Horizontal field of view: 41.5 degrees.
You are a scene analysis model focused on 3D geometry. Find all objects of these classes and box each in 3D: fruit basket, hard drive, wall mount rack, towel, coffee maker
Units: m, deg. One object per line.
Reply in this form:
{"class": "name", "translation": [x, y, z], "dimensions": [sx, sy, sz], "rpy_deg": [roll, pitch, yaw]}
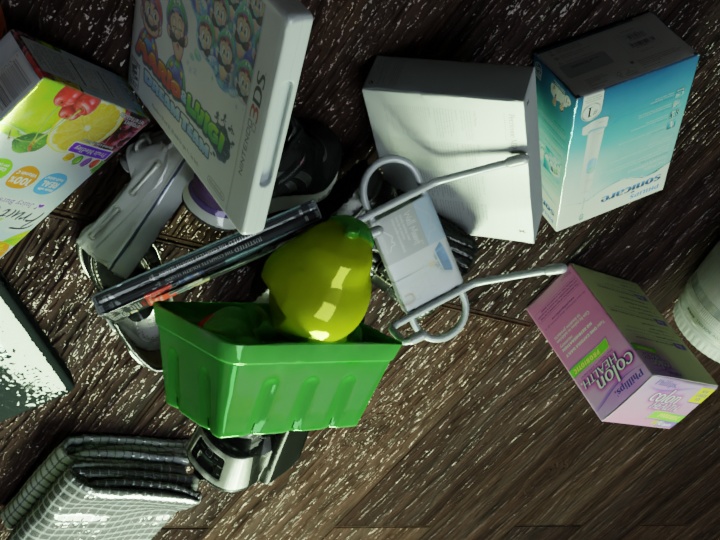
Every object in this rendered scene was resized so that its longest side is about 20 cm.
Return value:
{"class": "fruit basket", "translation": [-0.062, 0.038, 0.843], "dimensions": [0.215, 0.155, 0.216], "rpy_deg": [-15, 114, -38]}
{"class": "hard drive", "translation": [-0.381, 0.085, 0.926], "dimensions": [0.139, 0.033, 0.200], "rpy_deg": [-23, 143, -9]}
{"class": "wall mount rack", "translation": [0.087, -0.023, 0.894], "dimensions": [0.174, 0.075, 0.200], "rpy_deg": [-27, 112, -9]}
{"class": "towel", "translation": [-0.311, 0.285, 1.164], "dimensions": [0.200, 0.086, 0.166], "rpy_deg": [15, 126, -43]}
{"class": "coffee maker", "translation": [-0.096, 0.144, 1.100], "dimensions": [0.192, 0.135, 0.200], "rpy_deg": [-6, 138, -29]}

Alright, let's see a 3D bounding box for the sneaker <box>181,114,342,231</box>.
{"class": "sneaker", "translation": [-0.063, -0.102, 0.824], "dimensions": [0.200, 0.076, 0.088], "rpy_deg": [-37, 164, -53]}

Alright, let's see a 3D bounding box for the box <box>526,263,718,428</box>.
{"class": "box", "translation": [0.355, 0.105, 1.300], "dimensions": [0.176, 0.200, 0.097], "rpy_deg": [13, 126, -43]}

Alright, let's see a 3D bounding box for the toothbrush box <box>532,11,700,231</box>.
{"class": "toothbrush box", "translation": [0.262, -0.156, 1.026], "dimensions": [0.146, 0.085, 0.200], "rpy_deg": [-22, 142, -12]}

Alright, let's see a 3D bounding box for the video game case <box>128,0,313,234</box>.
{"class": "video game case", "translation": [-0.111, -0.156, 0.684], "dimensions": [0.024, 0.200, 0.182], "rpy_deg": [-17, 143, -33]}

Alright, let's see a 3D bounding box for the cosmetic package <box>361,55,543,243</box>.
{"class": "cosmetic package", "translation": [0.096, -0.113, 0.923], "dimensions": [0.151, 0.052, 0.200], "rpy_deg": [11, 147, 20]}

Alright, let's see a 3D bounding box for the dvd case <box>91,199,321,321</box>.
{"class": "dvd case", "translation": [-0.136, -0.006, 0.847], "dimensions": [0.200, 0.022, 0.146], "rpy_deg": [-24, 180, -11]}

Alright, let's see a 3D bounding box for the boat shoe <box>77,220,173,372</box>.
{"class": "boat shoe", "translation": [-0.223, 0.029, 0.941], "dimensions": [0.074, 0.060, 0.200], "rpy_deg": [-19, 142, -11]}

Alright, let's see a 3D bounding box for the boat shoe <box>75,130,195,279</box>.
{"class": "boat shoe", "translation": [-0.179, -0.087, 0.829], "dimensions": [0.065, 0.074, 0.200], "rpy_deg": [33, 98, -13]}

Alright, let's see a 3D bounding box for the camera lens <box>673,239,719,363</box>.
{"class": "camera lens", "translation": [0.573, 0.024, 1.381], "dimensions": [0.160, 0.160, 0.200], "rpy_deg": [-1, 135, -32]}

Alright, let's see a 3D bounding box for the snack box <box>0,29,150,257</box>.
{"class": "snack box", "translation": [-0.280, -0.085, 0.740], "dimensions": [0.200, 0.053, 0.142], "rpy_deg": [-39, 165, 12]}

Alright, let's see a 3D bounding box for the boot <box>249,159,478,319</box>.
{"class": "boot", "translation": [0.000, 0.001, 0.980], "dimensions": [0.158, 0.079, 0.211], "rpy_deg": [36, 122, -23]}

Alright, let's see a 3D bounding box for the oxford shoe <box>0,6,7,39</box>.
{"class": "oxford shoe", "translation": [-0.312, -0.198, 0.630], "dimensions": [0.073, 0.071, 0.200], "rpy_deg": [-2, 156, 18]}
